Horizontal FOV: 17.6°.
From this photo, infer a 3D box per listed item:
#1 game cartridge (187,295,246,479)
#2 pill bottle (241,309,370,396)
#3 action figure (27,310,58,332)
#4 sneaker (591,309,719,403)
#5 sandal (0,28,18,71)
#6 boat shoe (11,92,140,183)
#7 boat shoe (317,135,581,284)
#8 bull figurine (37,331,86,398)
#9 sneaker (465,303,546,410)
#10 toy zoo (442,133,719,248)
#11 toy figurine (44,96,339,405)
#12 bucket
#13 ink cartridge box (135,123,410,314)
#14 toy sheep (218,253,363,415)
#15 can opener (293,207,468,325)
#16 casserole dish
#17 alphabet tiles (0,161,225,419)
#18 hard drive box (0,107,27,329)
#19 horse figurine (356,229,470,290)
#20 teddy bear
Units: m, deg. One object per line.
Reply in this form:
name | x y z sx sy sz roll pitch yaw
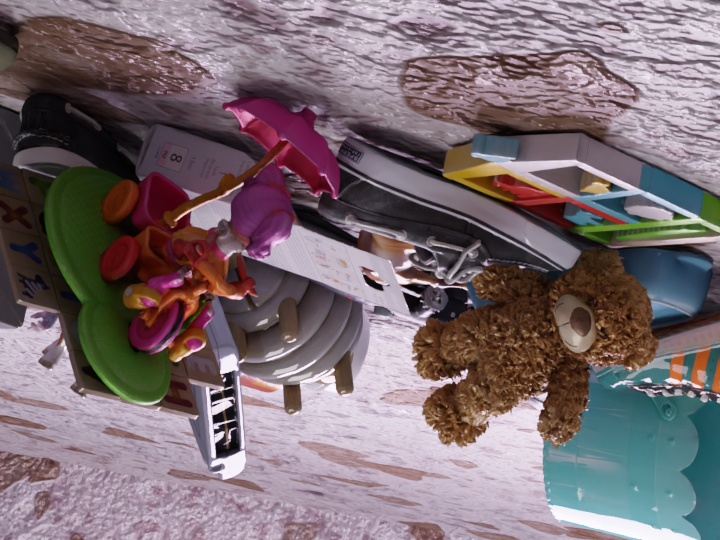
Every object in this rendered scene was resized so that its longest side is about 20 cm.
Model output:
game cartridge | -0.130 0.064 1.870 0.040 0.134 0.200 -19 148 -13
pill bottle | -0.097 0.045 2.033 0.199 0.113 0.112 18 166 -26
action figure | -0.271 -0.040 1.934 0.134 0.149 0.200 40 -174 0
sneaker | 0.271 0.074 1.768 0.200 0.080 0.071 -16 -173 33
sandal | -0.288 -0.128 1.577 0.080 0.058 0.201 16 167 -17
boat shoe | -0.196 -0.073 1.731 0.075 0.061 0.200 -4 161 14
boat shoe | 0.062 -0.027 1.623 0.199 0.068 0.074 21 -171 -31
bull figurine | -0.205 0.034 1.862 0.065 0.122 0.200 36 180 1
sneaker | 0.176 0.082 2.020 0.200 0.076 0.114 21 168 -24
toy zoo | 0.148 -0.056 1.571 0.200 0.021 0.131 21 165 -36
toy figurine | -0.097 -0.033 1.553 0.184 0.200 0.150 -34 128 27
bucket | 0.241 0.130 1.911 0.134 0.208 0.207 9 167 22
ink cartridge box | -0.056 -0.038 1.725 0.199 0.057 0.163 15 167 10
toy sheep | -0.064 0.032 1.909 0.138 0.138 0.200 4 149 32
can opener | 0.000 0.000 1.859 0.199 0.064 0.079 18 167 -26
casserole dish | 0.174 0.023 1.768 0.200 0.039 0.121 -10 162 34
alphabet tiles | -0.176 0.014 1.609 0.167 0.200 0.008 17 129 -40
hard drive box | -0.329 -0.037 1.793 0.077 0.156 0.200 23 163 -39
horse figurine | 0.045 -0.023 1.752 0.132 0.050 0.200 6 165 -7
teddy bear | 0.117 0.057 1.697 0.200 0.146 0.067 -5 162 38
